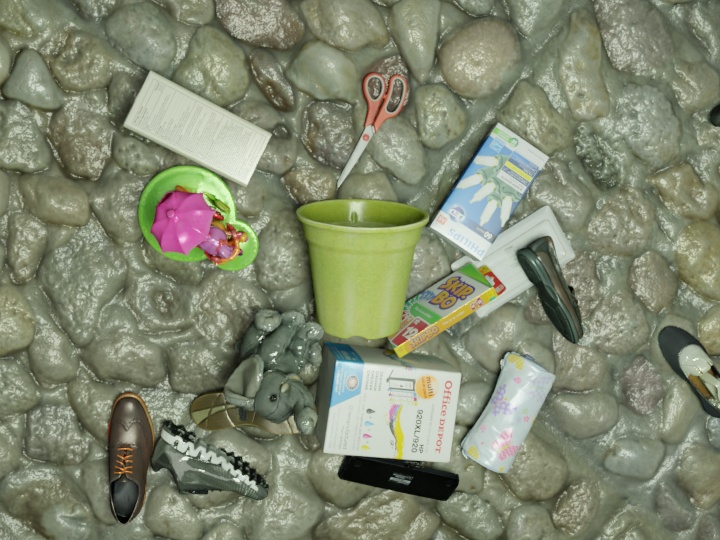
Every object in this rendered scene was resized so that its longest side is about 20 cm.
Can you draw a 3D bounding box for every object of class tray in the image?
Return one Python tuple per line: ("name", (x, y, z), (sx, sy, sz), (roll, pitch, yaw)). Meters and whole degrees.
("tray", (0.260, -0.015, 1.396), (0.200, 0.022, 0.108), (-32, 99, -6))

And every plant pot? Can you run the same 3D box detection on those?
("plant pot", (0.000, 0.000, 1.276), (0.200, 0.200, 0.185), (-1, 107, -11))

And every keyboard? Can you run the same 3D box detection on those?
("keyboard", (0.070, 0.326, 1.381), (0.200, 0.040, 0.104), (15, 131, -14))

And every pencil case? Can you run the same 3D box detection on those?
("pencil case", (0.245, 0.236, 1.387), (0.091, 0.083, 0.200), (25, 91, -8))

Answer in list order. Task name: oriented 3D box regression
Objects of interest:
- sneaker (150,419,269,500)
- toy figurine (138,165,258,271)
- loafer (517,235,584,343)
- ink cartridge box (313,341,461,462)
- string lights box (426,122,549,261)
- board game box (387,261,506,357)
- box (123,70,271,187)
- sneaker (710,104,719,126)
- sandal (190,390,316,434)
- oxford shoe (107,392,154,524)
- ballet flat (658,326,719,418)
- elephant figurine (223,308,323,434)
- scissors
("sneaker", (-0.243, 0.322, 1.315), (0.200, 0.066, 0.091), (31, 92, -8))
("toy figurine", (-0.234, -0.055, 1.212), (0.200, 0.184, 0.150), (37, 93, -15))
("loafer", (0.331, 0.033, 1.379), (0.063, 0.072, 0.200), (-38, 114, -10))
("ink cartridge box", (0.038, 0.206, 1.313), (0.200, 0.145, 0.148), (7, 94, -11))
("string lights box", (0.204, -0.125, 1.350), (0.103, 0.059, 0.200), (33, 88, -2))
("board game box", (0.129, 0.056, 1.328), (0.200, 0.096, 0.030), (-30, 120, 0))
("box", (-0.243, -0.210, 1.254), (0.200, 0.078, 0.095), (28, 91, -12))
("sneaker", (0.699, -0.257, 1.431), (0.200, 0.076, 0.091), (-8, 103, -8))
("sandal", (-0.168, 0.219, 1.327), (0.200, 0.054, 0.081), (-3, 90, 4))
("oxford shoe", (-0.355, 0.291, 1.284), (0.071, 0.073, 0.200), (-1, 95, -10))
("ballet flat", (0.599, 0.180, 1.455), (0.073, 0.073, 0.200), (-38, 101, -5))
("elephant figurine", (-0.130, 0.165, 1.222), (0.141, 0.155, 0.200), (10, 54, -4))
("scissors", (0.020, -0.221, 1.334), (0.073, 0.014, 0.200), (15, 91, -14))
